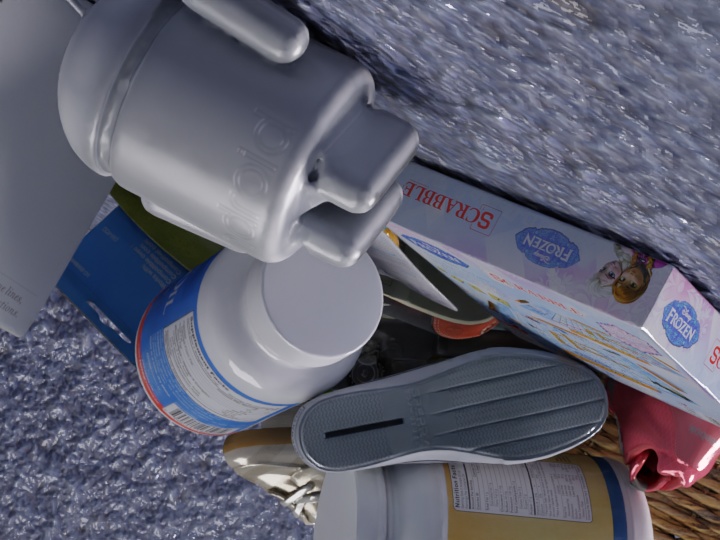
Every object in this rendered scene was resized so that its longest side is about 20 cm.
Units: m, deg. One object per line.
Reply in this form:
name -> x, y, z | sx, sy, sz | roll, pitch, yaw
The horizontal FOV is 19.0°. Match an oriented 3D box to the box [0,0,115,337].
box -> -0.257, -0.097, 1.343 | 0.130, 0.200, 0.199 | 24, 171, 35

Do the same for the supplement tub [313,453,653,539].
supplement tub -> 0.078, 0.187, 1.414 | 0.199, 0.145, 0.145 | 6, 177, -13

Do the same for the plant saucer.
plant saucer -> -0.117, -0.034, 1.675 | 0.200, 0.031, 0.200 | 38, -169, -9

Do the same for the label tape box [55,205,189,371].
label tape box -> -0.139, 0.020, 1.634 | 0.144, 0.063, 0.200 | 43, -168, 17

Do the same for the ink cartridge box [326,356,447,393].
ink cartridge box -> 0.058, 0.091, 1.668 | 0.199, 0.076, 0.148 | 17, -155, -9

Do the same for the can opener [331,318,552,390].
can opener -> 0.070, 0.063, 1.499 | 0.199, 0.054, 0.067 | 4, 180, 6

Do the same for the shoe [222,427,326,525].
shoe -> -0.003, 0.154, 1.488 | 0.199, 0.054, 0.070 | 17, 150, -21

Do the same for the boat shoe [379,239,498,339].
boat shoe -> 0.004, -0.009, 1.449 | 0.199, 0.071, 0.063 | 23, 167, 5

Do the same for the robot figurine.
robot figurine -> -0.071, -0.080, 1.102 | 0.199, 0.113, 0.170 | 27, 134, 12

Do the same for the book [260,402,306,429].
book -> 0.030, 0.153, 1.576 | 0.133, 0.048, 0.200 | -3, 150, 27

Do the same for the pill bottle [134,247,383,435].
pill bottle -> -0.063, 0.036, 1.372 | 0.112, 0.113, 0.200 | 31, 155, -16

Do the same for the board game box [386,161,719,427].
board game box -> 0.133, 0.020, 1.263 | 0.200, 0.041, 0.199 | 24, 171, 37

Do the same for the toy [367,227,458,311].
toy -> -0.018, -0.057, 1.303 | 0.115, 0.047, 0.200 | 26, 169, 47

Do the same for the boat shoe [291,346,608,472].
boat shoe -> 0.053, 0.085, 1.354 | 0.199, 0.074, 0.067 | -3, -177, -8

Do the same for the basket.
basket -> 0.209, 0.171, 1.580 | 0.200, 0.143, 0.149 | 29, 172, 5

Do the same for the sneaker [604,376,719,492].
sneaker -> 0.191, 0.101, 1.409 | 0.074, 0.087, 0.200 | 31, 172, -6

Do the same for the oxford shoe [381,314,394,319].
oxford shoe -> 0.000, 0.000, 1.519 | 0.199, 0.058, 0.075 | 24, -170, -23
